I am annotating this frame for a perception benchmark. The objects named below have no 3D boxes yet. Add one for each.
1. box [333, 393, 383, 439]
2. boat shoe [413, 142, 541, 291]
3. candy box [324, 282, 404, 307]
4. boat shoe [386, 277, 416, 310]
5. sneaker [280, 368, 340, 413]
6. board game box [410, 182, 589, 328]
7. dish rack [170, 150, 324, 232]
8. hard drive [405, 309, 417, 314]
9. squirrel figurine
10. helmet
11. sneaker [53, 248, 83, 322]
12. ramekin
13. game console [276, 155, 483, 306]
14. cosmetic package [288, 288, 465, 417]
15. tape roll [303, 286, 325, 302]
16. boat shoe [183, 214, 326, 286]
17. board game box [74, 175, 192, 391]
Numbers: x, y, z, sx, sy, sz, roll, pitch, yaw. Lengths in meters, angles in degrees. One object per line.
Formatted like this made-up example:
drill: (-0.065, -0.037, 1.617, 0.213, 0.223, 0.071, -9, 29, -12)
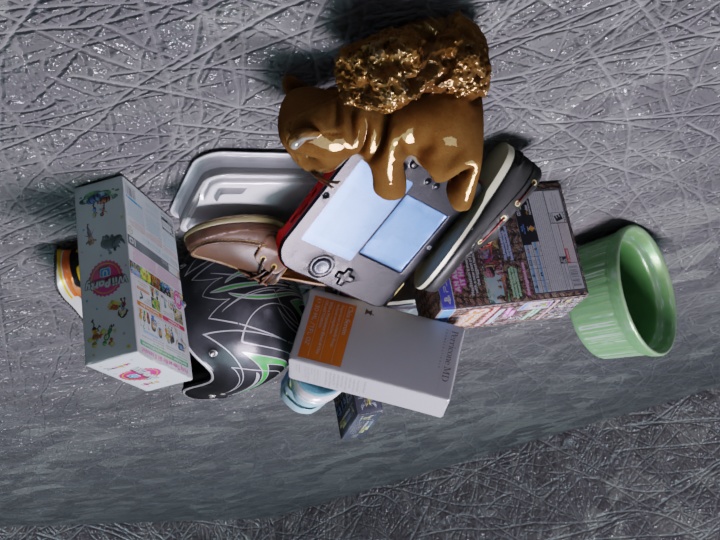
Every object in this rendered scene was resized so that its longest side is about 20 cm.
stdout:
box: (-0.012, 0.206, 1.828, 0.051, 0.158, 0.200, -6, 159, -12)
boat shoe: (0.136, -0.052, 1.193, 0.063, 0.074, 0.202, 31, 102, -22)
candy box: (0.000, 0.000, 1.322, 0.056, 0.117, 0.200, 2, 157, -14)
boat shoe: (0.116, 0.031, 1.381, 0.200, 0.073, 0.063, -14, 127, -12)
sneaker: (-0.068, 0.160, 1.373, 0.079, 0.200, 0.131, 27, 113, -1)
board game box: (0.169, -0.016, 1.310, 0.200, 0.160, 0.097, -5, 160, -14)
dish rack: (-0.107, -0.079, 1.166, 0.200, 0.044, 0.172, -1, 159, -24)
hard drive: (0.039, 0.083, 1.527, 0.139, 0.033, 0.200, -22, 130, 2)
squirrel figurine: (0.019, -0.157, 0.935, 0.186, 0.142, 0.200, 2, 144, -6)
helmet: (-0.167, 0.063, 1.318, 0.200, 0.200, 0.191, 1, 149, -29)
sneaker: (-0.317, 0.024, 1.295, 0.090, 0.070, 0.200, -9, 158, 4)
ramekin: (0.392, 0.039, 1.536, 0.098, 0.200, 0.200, -16, 161, 37)
game console: (0.019, -0.058, 1.137, 0.177, 0.031, 0.200, 27, 113, -32)
cosmetic package: (0.019, 0.102, 1.256, 0.200, 0.102, 0.071, 14, 155, 2)
tape roll: (-0.001, 0.056, 1.601, 0.202, 0.037, 0.203, -10, 159, -4)
boat shoe: (-0.106, -0.019, 1.166, 0.200, 0.068, 0.072, 5, 155, -36)
board game box: (-0.250, 0.018, 1.122, 0.064, 0.200, 0.148, -14, 160, 10)
